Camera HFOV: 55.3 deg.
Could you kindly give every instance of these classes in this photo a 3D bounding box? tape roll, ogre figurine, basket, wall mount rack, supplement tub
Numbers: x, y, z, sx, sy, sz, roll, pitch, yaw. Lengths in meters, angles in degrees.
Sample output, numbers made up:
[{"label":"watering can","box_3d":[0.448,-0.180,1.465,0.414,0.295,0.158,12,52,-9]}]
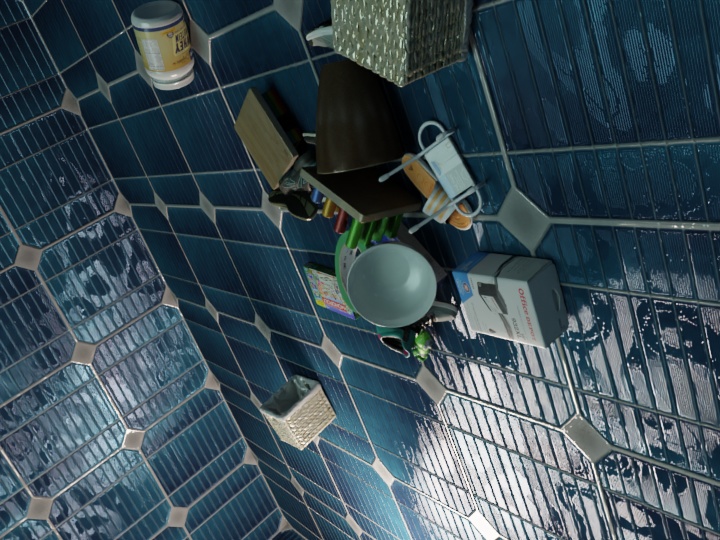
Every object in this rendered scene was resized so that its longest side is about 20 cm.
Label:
[{"label":"tape roll","box_3d":[0.000,0.000,1.710,0.199,0.047,0.207,29,123,56]},{"label":"ogre figurine","box_3d":[0.115,0.135,1.688,0.120,0.096,0.206,161,91,-71]},{"label":"basket","box_3d":[-0.225,0.512,2.509,0.196,0.199,0.163,1,127,57]},{"label":"wall mount rack","box_3d":[0.139,-0.173,1.317,0.172,0.074,0.203,-31,90,38]},{"label":"supplement tub","box_3d":[-0.542,-0.623,1.907,0.143,0.143,0.204,33,144,35]},{"label":"basket","box_3d":[0.064,-0.441,1.108,0.197,0.159,0.204,37,144,33]}]

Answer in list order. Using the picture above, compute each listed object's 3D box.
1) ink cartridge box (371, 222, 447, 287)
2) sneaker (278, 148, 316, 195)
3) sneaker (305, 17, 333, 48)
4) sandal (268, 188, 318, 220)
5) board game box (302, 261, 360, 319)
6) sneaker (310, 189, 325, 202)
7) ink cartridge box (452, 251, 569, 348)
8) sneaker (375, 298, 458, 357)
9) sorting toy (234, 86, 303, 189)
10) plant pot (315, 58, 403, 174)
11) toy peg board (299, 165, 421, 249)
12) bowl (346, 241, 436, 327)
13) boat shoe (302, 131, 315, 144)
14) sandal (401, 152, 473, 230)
[{"label":"ink cartridge box","box_3d":[0.108,-0.032,1.584,0.201,0.044,0.095,50,149,14]},{"label":"sneaker","box_3d":[-0.149,-0.229,1.757,0.080,0.075,0.200,51,150,-1]},{"label":"sneaker","box_3d":[-0.041,-0.459,1.360,0.198,0.074,0.081,15,137,51]},{"label":"sandal","box_3d":[-0.175,-0.184,1.863,0.199,0.081,0.057,28,168,46]},{"label":"board game box","box_3d":[-0.083,0.056,1.991,0.198,0.029,0.138,17,131,51]},{"label":"sneaker","box_3d":[-0.055,-0.207,1.662,0.197,0.069,0.078,8,108,50]},{"label":"ink cartridge box","box_3d":[0.290,0.054,1.340,0.198,0.083,0.148,10,127,54]},{"label":"sneaker","box_3d":[0.124,0.133,1.556,0.194,0.124,0.084,-3,149,12]},{"label":"sorting toy","box_3d":[-0.227,-0.345,1.766,0.203,0.069,0.198,57,152,3]},{"label":"plant pot","box_3d":[-0.018,-0.315,1.382,0.185,0.184,0.206,8,113,54]},{"label":"toy peg board","box_3d":[-0.009,-0.140,1.473,0.198,0.197,0.100,38,124,29]},{"label":"bowl","box_3d":[0.069,0.015,1.513,0.091,0.195,0.206,-83,-25,-64]},{"label":"boat shoe","box_3d":[-0.062,-0.283,1.564,0.196,0.074,0.068,12,112,42]},{"label":"sandal","box_3d":[0.141,-0.149,1.396,0.207,0.059,0.080,46,150,18]}]
